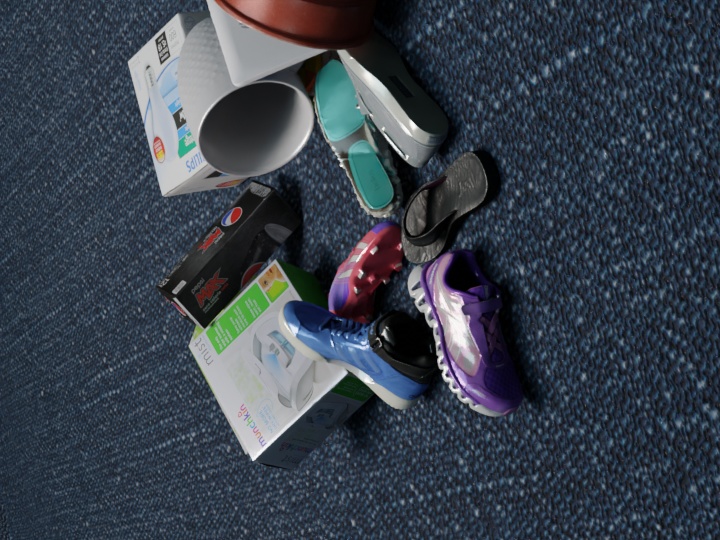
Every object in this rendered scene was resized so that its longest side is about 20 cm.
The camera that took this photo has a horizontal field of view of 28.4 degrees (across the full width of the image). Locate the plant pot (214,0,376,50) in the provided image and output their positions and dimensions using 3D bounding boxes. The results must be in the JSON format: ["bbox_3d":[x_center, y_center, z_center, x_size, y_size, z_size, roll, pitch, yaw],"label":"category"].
[{"bbox_3d":[-0.049,-0.379,1.568,0.201,0.200,0.196,50,132,37],"label":"plant pot"}]

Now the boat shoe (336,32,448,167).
[{"bbox_3d":[0.023,-0.197,1.616,0.201,0.070,0.072,54,137,28],"label":"boat shoe"}]

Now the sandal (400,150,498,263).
[{"bbox_3d":[0.083,-0.071,1.588,0.076,0.048,0.201,66,147,18],"label":"sandal"}]

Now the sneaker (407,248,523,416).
[{"bbox_3d":[0.124,0.060,1.549,0.089,0.080,0.201,-48,59,45],"label":"sneaker"}]

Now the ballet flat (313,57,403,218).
[{"bbox_3d":[-0.001,-0.151,1.682,0.072,0.071,0.201,-38,69,57],"label":"ballet flat"}]

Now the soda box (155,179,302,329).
[{"bbox_3d":[-0.173,-0.022,1.885,0.071,0.200,0.063,50,164,-32],"label":"soda box"}]

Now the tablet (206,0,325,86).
[{"bbox_3d":[-0.108,-0.298,1.678,0.201,0.129,0.014,-110,-3,-45],"label":"tablet"}]

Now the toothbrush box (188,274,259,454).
[{"bbox_3d":[-0.153,0.132,2.020,0.200,0.086,0.146,57,144,27],"label":"toothbrush box"}]

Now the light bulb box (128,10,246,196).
[{"bbox_3d":[-0.205,-0.226,1.929,0.198,0.124,0.201,-25,79,59],"label":"light bulb box"}]

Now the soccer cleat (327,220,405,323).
[{"bbox_3d":[0.000,0.000,1.741,0.077,0.066,0.201,62,149,32],"label":"soccer cleat"}]

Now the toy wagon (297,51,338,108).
[{"bbox_3d":[-0.088,-0.294,1.793,0.200,0.039,0.156,29,125,51],"label":"toy wagon"}]

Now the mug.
[{"bbox_3d":[-0.134,-0.244,1.733,0.200,0.147,0.176,-45,46,22],"label":"mug"}]

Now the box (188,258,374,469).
[{"bbox_3d":[-0.098,0.122,1.842,0.176,0.097,0.200,-42,58,15],"label":"box"}]

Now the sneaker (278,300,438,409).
[{"bbox_3d":[0.003,0.074,1.693,0.199,0.077,0.111,35,134,5],"label":"sneaker"}]
